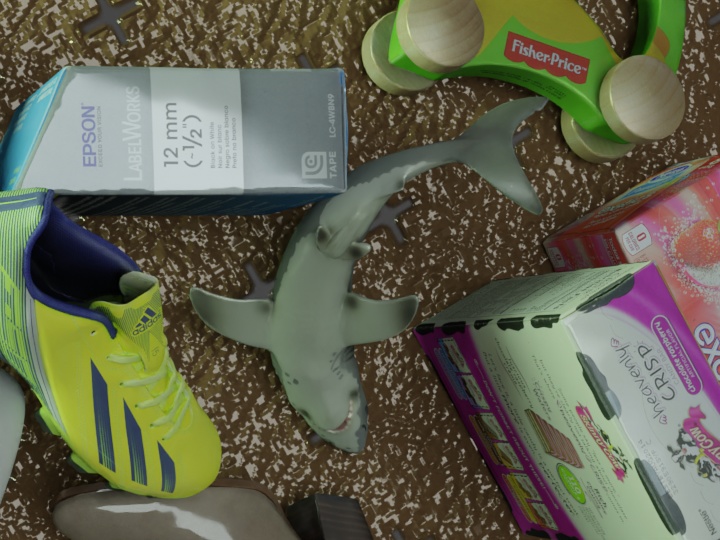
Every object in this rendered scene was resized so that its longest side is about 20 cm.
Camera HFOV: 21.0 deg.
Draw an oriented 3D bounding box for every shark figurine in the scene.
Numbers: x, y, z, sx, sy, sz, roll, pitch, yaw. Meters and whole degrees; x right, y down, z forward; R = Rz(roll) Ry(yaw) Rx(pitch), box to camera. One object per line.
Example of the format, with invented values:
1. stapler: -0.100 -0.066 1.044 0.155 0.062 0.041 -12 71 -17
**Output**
1. shark figurine: -0.002 -0.020 1.010 0.128 0.090 0.215 28 115 -12

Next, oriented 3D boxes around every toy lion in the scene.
1. toy lion: 0.092 -0.178 1.077 0.199 0.069 0.193 18 74 -17

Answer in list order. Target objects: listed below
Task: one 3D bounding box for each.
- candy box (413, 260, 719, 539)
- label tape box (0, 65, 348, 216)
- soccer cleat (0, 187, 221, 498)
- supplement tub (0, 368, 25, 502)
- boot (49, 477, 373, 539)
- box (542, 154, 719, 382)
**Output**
1. candy box: 0.114 0.071 0.993 0.061 0.200 0.137 -31 98 -17
2. label tape box: -0.121 -0.061 0.949 0.199 0.143 0.066 1 87 -19
3. soccer cleat: -0.114 0.039 0.891 0.200 0.083 0.065 50 28 -36
4. supplement tub: -0.270 0.080 0.890 0.199 0.145 0.146 24 80 -17
5. boot: -0.057 0.184 0.979 0.199 0.070 0.147 6 64 -28
6. box: 0.202 0.045 1.080 0.102 0.095 0.201 -29 97 -19
